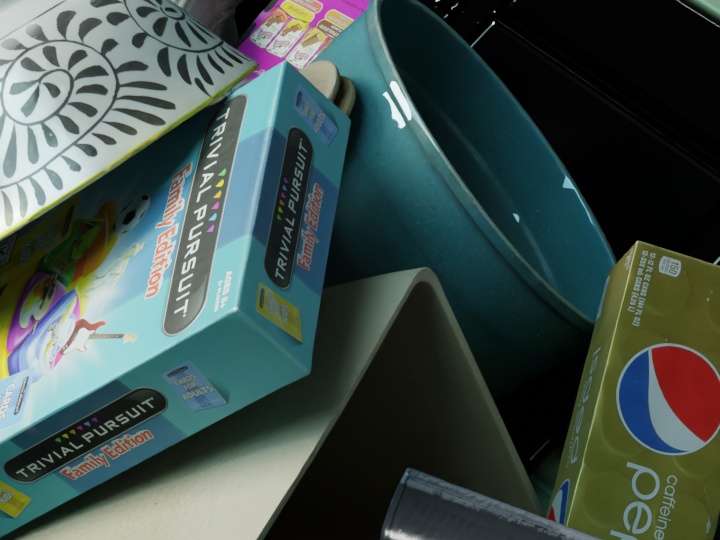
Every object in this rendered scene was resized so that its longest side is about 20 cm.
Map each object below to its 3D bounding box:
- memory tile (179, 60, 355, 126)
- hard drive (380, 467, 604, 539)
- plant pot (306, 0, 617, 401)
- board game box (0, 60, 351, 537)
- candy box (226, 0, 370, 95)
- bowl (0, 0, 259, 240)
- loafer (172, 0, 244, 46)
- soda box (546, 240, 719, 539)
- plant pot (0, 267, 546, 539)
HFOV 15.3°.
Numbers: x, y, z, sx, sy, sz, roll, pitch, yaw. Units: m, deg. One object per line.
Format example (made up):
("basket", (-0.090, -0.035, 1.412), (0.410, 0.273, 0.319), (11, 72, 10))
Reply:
("memory tile", (-0.088, -0.010, 1.229), (0.153, 0.017, 0.201), (-2, 53, 53))
("hard drive", (0.075, 0.184, 1.100), (0.134, 0.201, 0.042), (18, 45, 41))
("plant pot", (0.000, 0.000, 1.313), (0.188, 0.200, 0.201), (-37, 43, 17))
("board game box", (-0.100, 0.016, 1.149), (0.199, 0.047, 0.152), (-29, 34, 31))
("candy box", (-0.043, -0.060, 1.472), (0.200, 0.061, 0.136), (-49, 42, -7))
("bowl", (-0.154, -0.076, 1.205), (0.200, 0.095, 0.201), (-33, 6, 4))
("loafer", (-0.097, -0.142, 1.524), (0.070, 0.070, 0.200), (-27, 21, 23))
("soda box", (0.124, 0.096, 1.189), (0.067, 0.064, 0.201), (16, 75, -4))
("plant pot", (-0.047, 0.135, 1.191), (0.176, 0.201, 0.200), (0, 41, 34))
